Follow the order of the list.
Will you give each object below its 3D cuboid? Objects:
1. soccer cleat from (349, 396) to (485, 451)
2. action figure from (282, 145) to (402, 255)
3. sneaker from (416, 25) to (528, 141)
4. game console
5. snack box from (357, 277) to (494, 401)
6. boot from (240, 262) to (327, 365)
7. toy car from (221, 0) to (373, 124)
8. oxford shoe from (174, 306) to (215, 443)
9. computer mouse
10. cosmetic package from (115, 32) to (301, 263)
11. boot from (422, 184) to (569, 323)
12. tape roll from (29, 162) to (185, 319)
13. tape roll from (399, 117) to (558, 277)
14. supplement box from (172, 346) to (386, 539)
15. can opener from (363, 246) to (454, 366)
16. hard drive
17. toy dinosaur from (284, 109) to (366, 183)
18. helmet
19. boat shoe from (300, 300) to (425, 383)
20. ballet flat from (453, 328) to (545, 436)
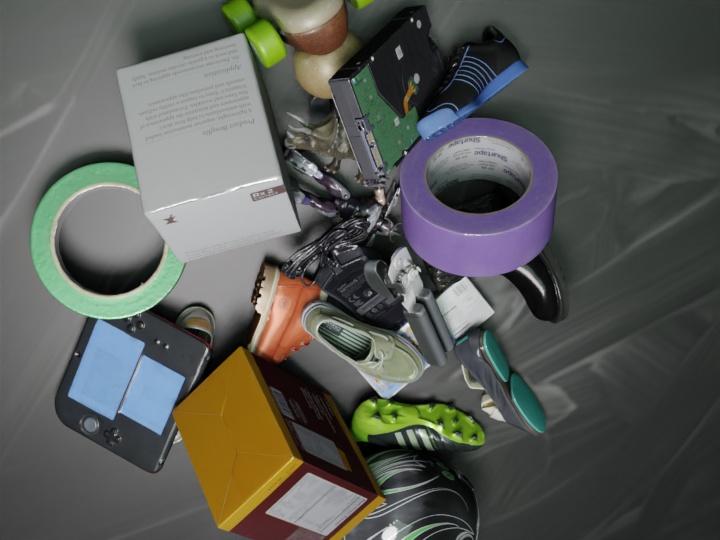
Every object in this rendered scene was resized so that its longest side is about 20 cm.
[{"bbox_3d":[0.079,0.227,1.573,0.199,0.068,0.081,13,133,-18],"label":"soccer cleat"},{"bbox_3d":[-0.030,-0.089,1.471,0.199,0.069,0.131,27,95,-16],"label":"action figure"},{"bbox_3d":[0.129,-0.240,1.418,0.200,0.070,0.078,-39,92,-32],"label":"sneaker"},{"bbox_3d":[-0.308,0.148,1.486,0.176,0.031,0.201,28,102,14],"label":"game console"},{"bbox_3d":[0.088,0.093,1.554,0.200,0.024,0.072,-40,106,5],"label":"snack box"},{"bbox_3d":[-0.108,0.098,1.511,0.107,0.075,0.201,14,102,-16],"label":"boot"},{"bbox_3d":[-0.050,-0.278,1.403,0.164,0.158,0.201,-33,131,-6],"label":"toy car"},{"bbox_3d":[-0.246,0.147,1.514,0.075,0.058,0.201,15,104,-12],"label":"oxford shoe"},{"bbox_3d":[0.000,0.000,1.482,0.138,0.053,0.200,-34,131,18],"label":"computer mouse"},{"bbox_3d":[-0.180,-0.143,1.343,0.164,0.165,0.201,-15,70,1],"label":"cosmetic package"},{"bbox_3d":[0.174,-0.001,1.494,0.157,0.079,0.212,-26,91,-13],"label":"boot"},{"bbox_3d":[-0.322,-0.037,1.435,0.199,0.048,0.202,0,90,-9],"label":"tape roll"},{"bbox_3d":[0.150,-0.095,1.416,0.199,0.201,0.085,-12,142,-3],"label":"tape roll"},{"bbox_3d":[-0.106,0.240,1.438,0.133,0.198,0.200,-43,137,11],"label":"supplement box"},{"bbox_3d":[0.070,0.047,1.474,0.066,0.053,0.200,3,138,36],"label":"can opener"},{"bbox_3d":[0.042,-0.223,1.380,0.038,0.200,0.140,1,127,35],"label":"hard drive"},{"bbox_3d":[-0.001,-0.179,1.400,0.200,0.077,0.103,-36,142,-30],"label":"toy dinosaur"},{"bbox_3d":[0.046,0.345,1.527,0.190,0.200,0.201,14,103,-27],"label":"helmet"},{"bbox_3d":[0.006,0.108,1.490,0.199,0.062,0.072,27,103,-24],"label":"boat shoe"},{"bbox_3d":[0.191,0.162,1.565,0.073,0.073,0.200,-34,118,3],"label":"ballet flat"}]
